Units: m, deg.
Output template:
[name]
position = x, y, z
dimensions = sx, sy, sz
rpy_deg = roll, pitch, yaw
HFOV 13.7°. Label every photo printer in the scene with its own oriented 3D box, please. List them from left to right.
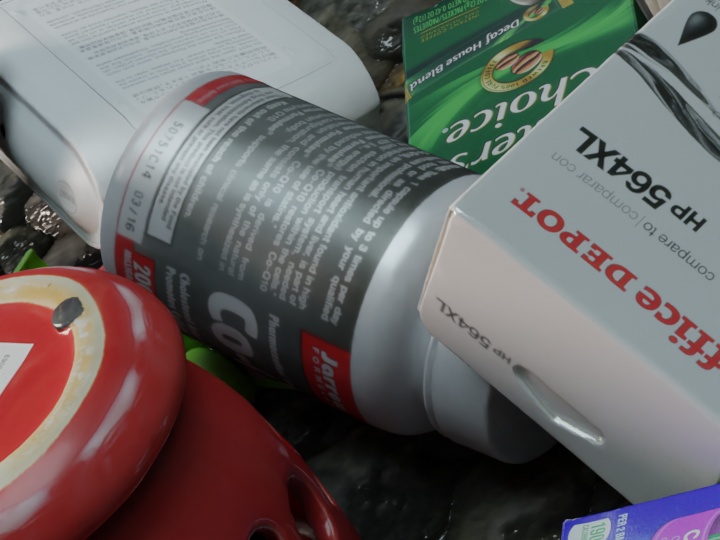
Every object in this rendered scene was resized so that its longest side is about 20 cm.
[photo printer]
position = -0.095, -0.084, 1.473
dimensions = 0.166, 0.070, 0.200
rpy_deg = -21, 34, -23

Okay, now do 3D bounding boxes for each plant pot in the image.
[plant pot]
position = -0.113, 0.113, 1.180
dimensions = 0.200, 0.183, 0.200
rpy_deg = -20, 37, 15

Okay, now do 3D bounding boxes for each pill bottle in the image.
[pill bottle]
position = 0.000, 0.000, 1.252
dimensions = 0.200, 0.114, 0.114
rpy_deg = 24, 61, 30

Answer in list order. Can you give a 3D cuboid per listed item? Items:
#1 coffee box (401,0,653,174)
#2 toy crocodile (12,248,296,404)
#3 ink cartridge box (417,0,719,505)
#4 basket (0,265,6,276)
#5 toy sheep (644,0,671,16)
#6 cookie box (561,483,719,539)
[coffee box]
position = 0.083, -0.072, 1.377
dimensions = 0.123, 0.044, 0.200
rpy_deg = -22, 35, 16
[toy crocodile]
position = -0.084, 0.022, 1.377
dimensions = 0.200, 0.062, 0.068
rpy_deg = 9, 51, 45
[ink cartridge box]
position = 0.142, -0.017, 1.144
dimensions = 0.146, 0.084, 0.200
rpy_deg = 39, 60, 14
[basket]
position = -0.206, 0.045, 1.321
dimensions = 0.180, 0.200, 0.136
rpy_deg = 0, 46, 40
[toy sheep]
position = 0.183, -0.148, 1.320
dimensions = 0.138, 0.138, 0.200
rpy_deg = -24, 16, 13
[cookie box]
position = 0.165, 0.142, 1.006
dimensions = 0.200, 0.075, 0.171
rpy_deg = -16, 36, 22
